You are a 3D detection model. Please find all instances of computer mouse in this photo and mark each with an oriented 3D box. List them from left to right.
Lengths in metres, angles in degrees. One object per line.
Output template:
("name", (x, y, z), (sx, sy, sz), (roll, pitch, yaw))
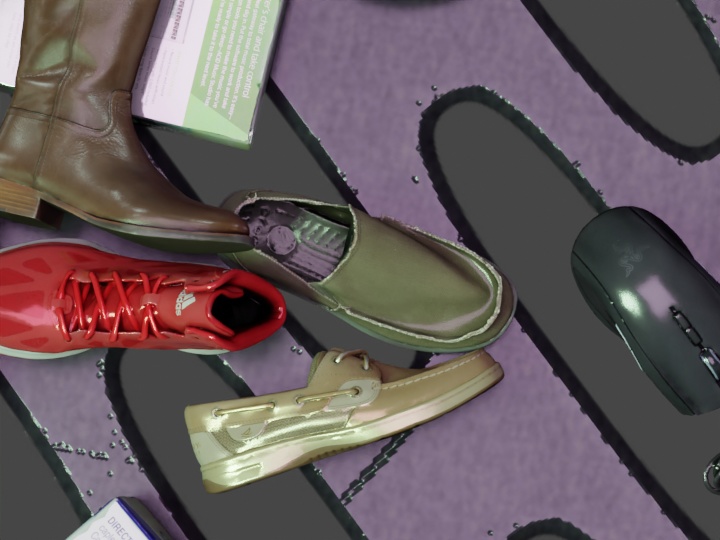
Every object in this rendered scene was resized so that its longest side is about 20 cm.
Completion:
("computer mouse", (0.232, 0.029, 1.615), (0.140, 0.046, 0.200), (-33, 85, 0))

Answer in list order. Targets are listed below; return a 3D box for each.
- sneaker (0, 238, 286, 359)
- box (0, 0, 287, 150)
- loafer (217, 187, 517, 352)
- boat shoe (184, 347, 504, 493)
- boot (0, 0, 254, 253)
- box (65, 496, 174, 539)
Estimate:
("sneaker", (-0.139, 0.014, 1.558), (0.200, 0.115, 0.079), (-2, 86, -24))
("box", (-0.149, -0.169, 1.645), (0.200, 0.036, 0.145), (14, 86, 3))
("loafer", (0.000, 0.000, 1.610), (0.200, 0.070, 0.075), (16, 86, 2))
("boat shoe", (-0.011, 0.079, 1.603), (0.200, 0.071, 0.065), (-19, 86, 1))
("boot", (-0.135, -0.118, 1.587), (0.186, 0.064, 0.200), (12, 83, 10))
("box", (-0.159, 0.269, 1.574), (0.200, 0.105, 0.184), (-41, 86, -2))
